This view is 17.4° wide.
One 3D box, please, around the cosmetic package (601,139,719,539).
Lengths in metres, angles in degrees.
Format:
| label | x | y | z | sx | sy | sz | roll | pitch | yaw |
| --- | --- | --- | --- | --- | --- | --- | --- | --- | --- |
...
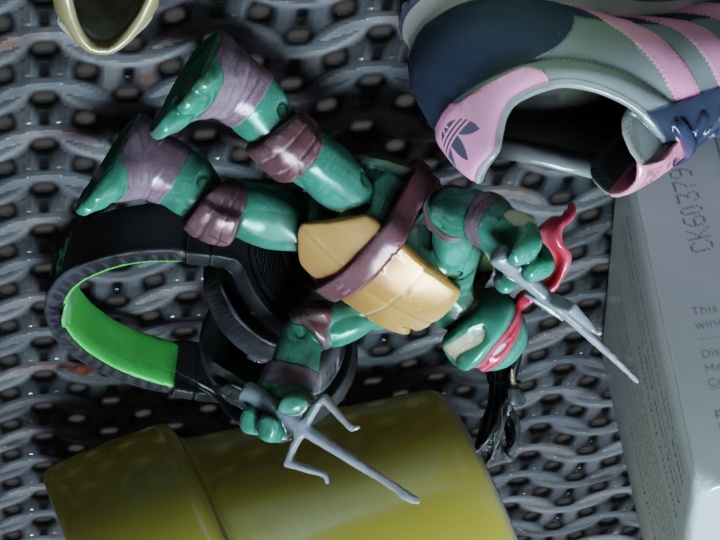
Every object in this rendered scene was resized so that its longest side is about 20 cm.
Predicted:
| label | x | y | z | sx | sy | sz | roll | pitch | yaw |
| --- | --- | --- | --- | --- | --- | --- | --- | --- | --- |
| cosmetic package | 0.198 | 0.048 | 0.997 | 0.165 | 0.165 | 0.200 | -8 | 150 | 0 |

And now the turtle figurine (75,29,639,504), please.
| label | x | y | z | sx | sy | sz | roll | pitch | yaw |
| --- | --- | --- | --- | --- | --- | --- | --- | --- | --- |
| turtle figurine | 0.000 | 0.000 | 0.884 | 0.200 | 0.101 | 0.150 | 35 | 120 | -12 |

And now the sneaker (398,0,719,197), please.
| label | x | y | z | sx | sy | sz | roll | pitch | yaw |
| --- | --- | --- | --- | --- | --- | --- | --- | --- | --- |
| sneaker | 0.113 | -0.060 | 0.868 | 0.200 | 0.082 | 0.070 | 0 | 147 | -17 |

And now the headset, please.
| label | x | y | z | sx | sy | sz | roll | pitch | yaw |
| --- | --- | --- | --- | --- | --- | --- | --- | --- | --- |
| headset | -0.032 | 0.031 | 0.972 | 0.200 | 0.094 | 0.124 | 6 | 149 | -4 |

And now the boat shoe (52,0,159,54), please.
| label | x | y | z | sx | sy | sz | roll | pitch | yaw |
| --- | --- | --- | --- | --- | --- | --- | --- | --- | --- |
| boat shoe | -0.067 | -0.145 | 0.688 | 0.073 | 0.063 | 0.201 | 0 | 149 | -17 |

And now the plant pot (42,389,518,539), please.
| label | x | y | z | sx | sy | sz | roll | pitch | yaw |
| --- | --- | --- | --- | --- | --- | --- | --- | --- | --- |
| plant pot | -0.025 | 0.151 | 1.100 | 0.189 | 0.201 | 0.201 | -21 | 151 | -8 |
